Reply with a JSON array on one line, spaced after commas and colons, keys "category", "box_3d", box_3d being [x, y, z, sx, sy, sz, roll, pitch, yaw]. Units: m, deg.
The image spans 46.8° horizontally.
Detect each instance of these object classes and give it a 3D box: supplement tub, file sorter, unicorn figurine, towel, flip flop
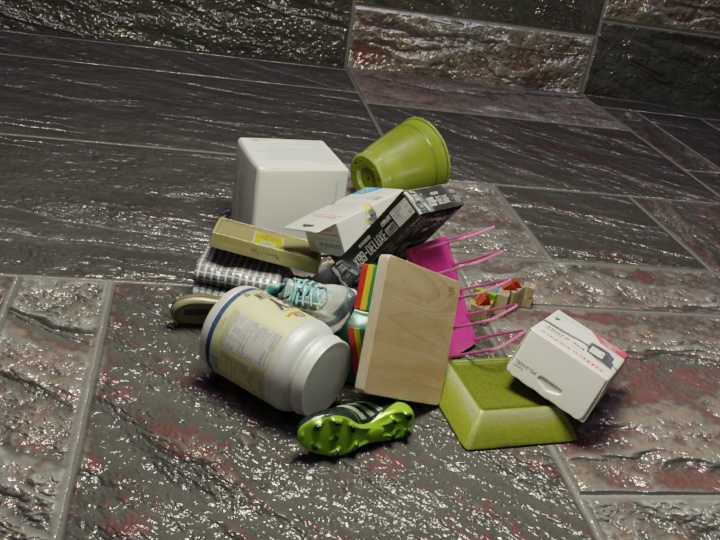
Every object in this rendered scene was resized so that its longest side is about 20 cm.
[{"category": "supplement tub", "box_3d": [-0.128, 0.123, 1.259, 0.199, 0.146, 0.145, 25, 30, 27]}, {"category": "file sorter", "box_3d": [0.185, 0.036, 1.418, 0.124, 0.202, 0.139, -15, 2, 35]}, {"category": "unicorn figurine", "box_3d": [-0.062, 0.023, 1.577, 0.136, 0.075, 0.200, 12, 10, 6]}, {"category": "towel", "box_3d": [-0.215, -0.006, 1.551, 0.164, 0.086, 0.200, 10, 26, -1]}, {"category": "flip flop", "box_3d": [-0.221, 0.076, 1.407, 0.198, 0.082, 0.058, 0, 45, -15]}]

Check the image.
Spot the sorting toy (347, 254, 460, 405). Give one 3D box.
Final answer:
[{"category": "sorting toy", "box_3d": [0.058, 0.093, 1.277, 0.069, 0.201, 0.199, 5, -9, 39]}]

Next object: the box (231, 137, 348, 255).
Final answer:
[{"category": "box", "box_3d": [-0.152, -0.153, 1.732, 0.198, 0.201, 0.172, -2, 29, -22]}]

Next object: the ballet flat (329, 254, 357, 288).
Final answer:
[{"category": "ballet flat", "box_3d": [0.000, 0.000, 1.521, 0.071, 0.072, 0.201, -9, 51, -33]}]

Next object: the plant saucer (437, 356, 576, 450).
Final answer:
[{"category": "plant saucer", "box_3d": [0.223, 0.199, 1.337, 0.198, 0.048, 0.200, 0, 28, -19]}]

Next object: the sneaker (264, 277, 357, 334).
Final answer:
[{"category": "sneaker", "box_3d": [-0.086, 0.051, 1.315, 0.086, 0.078, 0.199, 39, -28, -31]}]

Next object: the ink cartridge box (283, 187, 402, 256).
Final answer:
[{"category": "ink cartridge box", "box_3d": [-0.023, -0.081, 1.477, 0.199, 0.069, 0.115, -28, 22, -30]}]

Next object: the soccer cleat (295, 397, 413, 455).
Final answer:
[{"category": "soccer cleat", "box_3d": [-0.014, 0.221, 1.207, 0.198, 0.068, 0.081, -1, 17, -34]}]

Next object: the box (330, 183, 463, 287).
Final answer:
[{"category": "box", "box_3d": [0.063, -0.059, 1.401, 0.050, 0.200, 0.157, 53, 33, 13]}]

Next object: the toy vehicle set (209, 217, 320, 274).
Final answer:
[{"category": "toy vehicle set", "box_3d": [-0.169, -0.047, 1.512, 0.198, 0.027, 0.124, 15, 15, -6]}]

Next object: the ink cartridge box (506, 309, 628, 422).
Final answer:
[{"category": "ink cartridge box", "box_3d": [0.341, 0.150, 1.359, 0.144, 0.085, 0.200, 34, 20, 19]}]

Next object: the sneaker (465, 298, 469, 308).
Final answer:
[{"category": "sneaker", "box_3d": [0.113, 0.044, 1.573, 0.199, 0.079, 0.079, 31, 36, 15]}]

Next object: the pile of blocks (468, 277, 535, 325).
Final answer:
[{"category": "pile of blocks", "box_3d": [0.272, 0.045, 1.640, 0.199, 0.063, 0.082, -15, 35, -40]}]

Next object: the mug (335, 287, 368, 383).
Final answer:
[{"category": "mug", "box_3d": [-0.014, 0.097, 1.381, 0.183, 0.116, 0.152, 5, 27, -10]}]

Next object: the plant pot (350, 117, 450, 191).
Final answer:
[{"category": "plant pot", "box_3d": [0.084, -0.252, 2.046, 0.192, 0.202, 0.200, -25, 41, -32]}]
